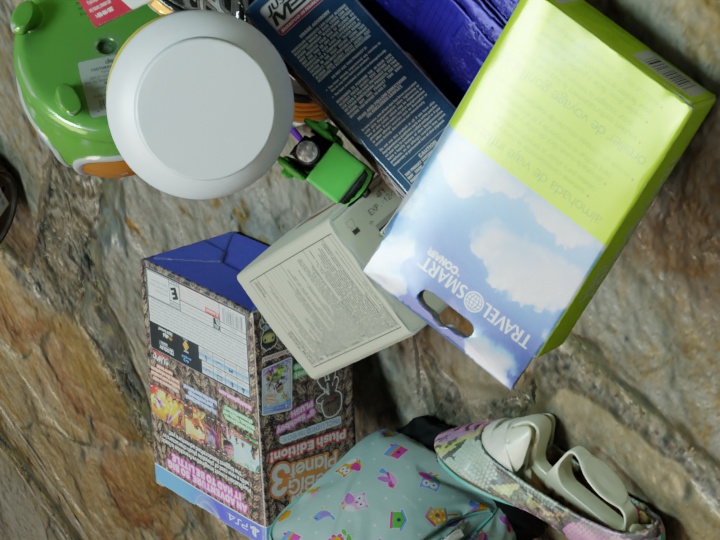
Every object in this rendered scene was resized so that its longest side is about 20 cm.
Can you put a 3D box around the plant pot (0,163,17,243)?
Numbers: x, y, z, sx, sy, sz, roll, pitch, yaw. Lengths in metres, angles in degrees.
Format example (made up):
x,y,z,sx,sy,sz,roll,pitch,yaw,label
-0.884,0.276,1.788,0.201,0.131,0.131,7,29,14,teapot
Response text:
x,y,z,sx,sy,sz,roll,pitch,yaw,label
-0.434,-0.087,2.327,0.199,0.187,0.187,22,146,24,plant pot

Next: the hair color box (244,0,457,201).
x,y,z,sx,sy,sz,roll,pitch,yaw,label
0.019,-0.096,1.507,0.200,0.060,0.100,49,179,14,hair color box

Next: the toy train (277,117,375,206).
x,y,z,sx,sy,sz,roll,pitch,yaw,label
-0.018,-0.066,1.545,0.056,0.042,0.200,37,-177,1,toy train

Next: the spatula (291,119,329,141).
x,y,z,sx,sy,sz,roll,pitch,yaw,label
-0.023,-0.106,1.703,0.199,0.021,0.057,17,151,50,spatula

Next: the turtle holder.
x,y,z,sx,sy,sz,roll,pitch,yaw,label
-0.200,-0.151,1.816,0.185,0.141,0.132,41,156,20,turtle holder

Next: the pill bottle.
x,y,z,sx,sy,sz,roll,pitch,yaw,label
-0.098,-0.101,1.466,0.112,0.112,0.200,55,179,-8,pill bottle

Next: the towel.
x,y,z,sx,sy,sz,roll,pitch,yaw,label
0.044,-0.163,1.465,0.200,0.049,0.148,48,156,8,towel

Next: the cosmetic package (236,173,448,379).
x,y,z,sx,sy,sz,roll,pitch,yaw,label
0.000,0.000,1.733,0.104,0.087,0.200,52,156,-6,cosmetic package

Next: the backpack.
x,y,z,sx,sy,sz,roll,pitch,yaw,label
0.021,0.209,1.855,0.167,0.200,0.127,28,148,44,backpack

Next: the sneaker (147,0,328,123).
x,y,z,sx,sy,sz,roll,pitch,yaw,label
-0.078,-0.189,1.637,0.200,0.078,0.077,41,141,16,sneaker

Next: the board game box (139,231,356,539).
x,y,z,sx,sy,sz,roll,pitch,yaw,label
-0.088,0.092,1.934,0.159,0.096,0.201,24,123,48,board game box

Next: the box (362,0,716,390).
x,y,z,sx,sy,sz,roll,pitch,yaw,label
0.099,-0.048,1.380,0.122,0.048,0.201,38,115,17,box

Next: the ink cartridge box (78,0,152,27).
x,y,z,sx,sy,sz,roll,pitch,yaw,label
-0.145,-0.283,1.518,0.201,0.144,0.145,57,157,-11,ink cartridge box

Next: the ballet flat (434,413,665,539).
x,y,z,sx,sy,sz,roll,pitch,yaw,label
0.140,0.147,1.733,0.200,0.069,0.071,33,133,29,ballet flat
